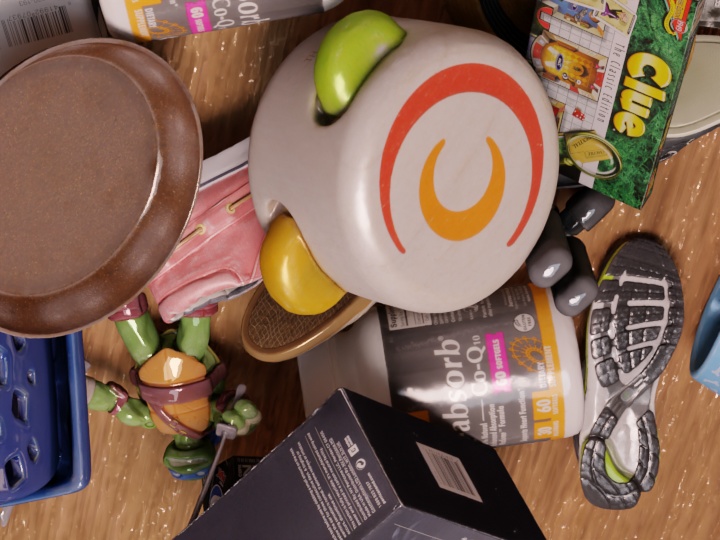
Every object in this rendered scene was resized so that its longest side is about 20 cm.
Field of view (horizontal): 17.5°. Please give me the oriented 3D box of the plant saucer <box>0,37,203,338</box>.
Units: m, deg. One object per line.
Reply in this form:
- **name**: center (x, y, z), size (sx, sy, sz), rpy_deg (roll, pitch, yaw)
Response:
- **plant saucer**: center (-0.189, -0.056, 1.482), size (0.199, 0.034, 0.201), rpy_deg (-20, 124, -33)

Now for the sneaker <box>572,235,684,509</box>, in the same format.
- **sneaker**: center (0.188, 0.071, 1.735), size (0.073, 0.081, 0.201), rpy_deg (7, 102, -13)

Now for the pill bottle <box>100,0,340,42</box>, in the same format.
- **pill bottle**: center (-0.070, -0.217, 1.490), size (0.199, 0.117, 0.117), rpy_deg (-10, 122, 1)

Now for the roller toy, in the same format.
- **roller toy**: center (0.024, -0.069, 1.526), size (0.182, 0.139, 0.201), rpy_deg (-2, 102, -38)

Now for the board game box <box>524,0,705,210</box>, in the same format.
- **board game box**: center (0.157, -0.129, 1.513), size (0.104, 0.024, 0.201), rpy_deg (23, 143, 12)

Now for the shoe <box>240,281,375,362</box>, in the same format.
- **shoe**: center (0.000, 0.000, 1.642), size (0.200, 0.070, 0.053), rpy_deg (-41, 148, -13)

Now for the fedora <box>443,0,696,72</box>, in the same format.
- **fedora**: center (0.144, -0.197, 1.535), size (0.200, 0.082, 0.201), rpy_deg (21, 142, 17)

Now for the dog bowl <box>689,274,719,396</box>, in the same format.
- **dog bowl**: center (0.293, 0.006, 1.687), size (0.049, 0.112, 0.201), rpy_deg (21, 119, -2)

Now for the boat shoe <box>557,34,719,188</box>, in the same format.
- **boat shoe**: center (0.190, -0.103, 1.632), size (0.198, 0.075, 0.066), rpy_deg (-24, 157, 5)

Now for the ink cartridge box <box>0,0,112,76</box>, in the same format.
- **ink cartridge box**: center (-0.238, -0.139, 1.548), size (0.144, 0.084, 0.201), rpy_deg (-12, 123, 2)

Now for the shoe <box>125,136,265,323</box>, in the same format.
- **shoe**: center (-0.066, -0.042, 1.594), size (0.199, 0.071, 0.091), rpy_deg (-26, 85, -14)

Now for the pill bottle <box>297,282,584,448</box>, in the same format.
- **pill bottle**: center (0.057, 0.077, 1.696), size (0.199, 0.117, 0.117), rpy_deg (-9, 122, -1)

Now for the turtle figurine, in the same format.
- **turtle figurine**: center (-0.145, 0.074, 1.641), size (0.199, 0.143, 0.195), rpy_deg (-20, 111, -43)

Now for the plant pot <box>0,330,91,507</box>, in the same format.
- **plant pot**: center (-0.294, 0.075, 1.571), size (0.199, 0.201, 0.179), rpy_deg (-12, 169, 31)

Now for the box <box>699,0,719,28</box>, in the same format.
- **box**: center (0.296, -0.225, 1.579), size (0.199, 0.040, 0.138), rpy_deg (7, 122, -10)

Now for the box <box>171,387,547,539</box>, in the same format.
- **box**: center (-0.001, 0.195, 1.604), size (0.182, 0.104, 0.200), rpy_deg (-42, 144, 18)

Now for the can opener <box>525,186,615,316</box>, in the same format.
- **can opener**: center (0.139, -0.026, 1.600), size (0.066, 0.200, 0.053), rpy_deg (-42, 100, 15)

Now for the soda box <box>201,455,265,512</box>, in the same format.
- **soda box**: center (-0.015, 0.178, 1.743), size (0.199, 0.064, 0.071), rpy_deg (5, 162, -24)
